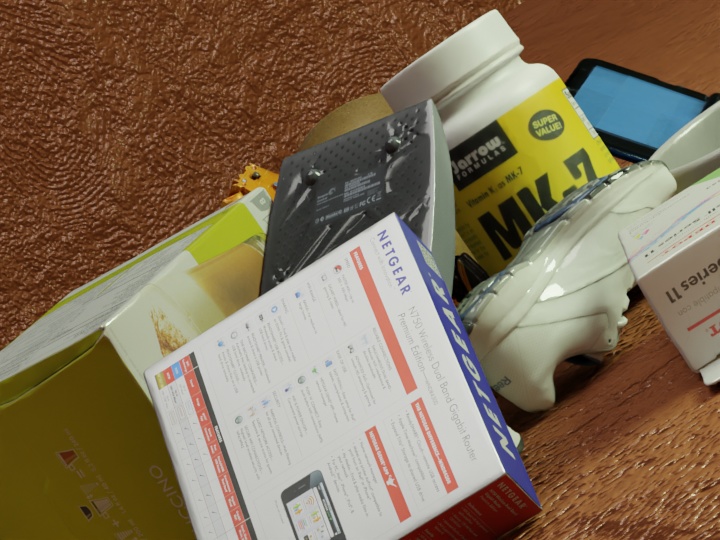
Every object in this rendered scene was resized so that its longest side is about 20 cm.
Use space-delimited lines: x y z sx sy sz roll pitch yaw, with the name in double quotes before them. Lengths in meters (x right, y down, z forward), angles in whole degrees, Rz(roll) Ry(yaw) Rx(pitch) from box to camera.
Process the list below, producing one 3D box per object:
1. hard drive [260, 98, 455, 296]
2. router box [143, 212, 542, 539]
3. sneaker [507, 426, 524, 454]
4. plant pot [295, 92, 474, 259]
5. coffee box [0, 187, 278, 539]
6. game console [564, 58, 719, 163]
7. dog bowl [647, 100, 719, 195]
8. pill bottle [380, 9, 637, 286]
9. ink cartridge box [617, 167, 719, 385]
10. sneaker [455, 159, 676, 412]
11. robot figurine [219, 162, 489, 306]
"hard drive" 0.000 0.000 1.611 0.134 0.042 0.201 -21 49 32
"router box" -0.015 0.094 1.447 0.179 0.049 0.201 -32 49 12
"sneaker" -0.009 0.120 1.517 0.200 0.091 0.066 -32 13 7
"plant pot" 0.026 -0.002 1.894 0.186 0.187 0.200 -30 23 22
"coffee box" -0.123 0.104 1.681 0.200 0.200 0.198 -26 12 39
"game console" 0.247 -0.144 1.940 0.171 0.118 0.200 -41 5 24
"dog bowl" 0.275 -0.087 1.737 0.200 0.059 0.200 -34 9 6
"pill bottle" 0.106 -0.063 1.719 0.114 0.200 0.114 -35 1 1
"ink cartridge box" 0.216 -0.009 1.477 0.117 0.067 0.200 -33 8 6
"sneaker" 0.134 0.008 1.614 0.200 0.087 0.074 -45 6 -24
"robot figurine" -0.007 0.017 1.735 0.058 0.199 0.145 -51 -16 -50
